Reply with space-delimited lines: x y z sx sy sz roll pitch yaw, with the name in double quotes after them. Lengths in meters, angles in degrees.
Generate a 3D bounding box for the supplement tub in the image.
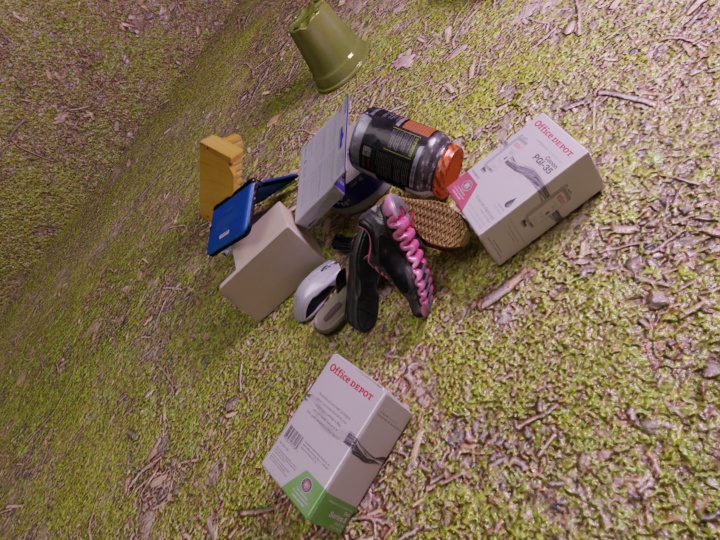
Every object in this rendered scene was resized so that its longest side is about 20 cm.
0.085 -0.215 1.044 0.196 0.123 0.124 27 74 21 "supplement tub"

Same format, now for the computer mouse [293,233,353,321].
-0.073 0.012 1.109 0.202 0.044 0.109 -52 38 -5 "computer mouse"

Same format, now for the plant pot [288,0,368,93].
-0.102 -0.649 1.590 0.196 0.184 0.205 -24 43 25 "plant pot"

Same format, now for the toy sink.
-0.194 -0.019 1.184 0.199 0.130 0.113 -41 38 9 "toy sink"

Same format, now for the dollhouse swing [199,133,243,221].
-0.331 -0.244 1.493 0.179 0.206 0.174 28 34 29 "dollhouse swing"

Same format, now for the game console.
-0.236 -0.120 1.221 0.198 0.116 0.177 -20 60 50 "game console"

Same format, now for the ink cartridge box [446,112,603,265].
0.254 -0.132 0.887 0.198 0.083 0.148 -38 39 13 "ink cartridge box"

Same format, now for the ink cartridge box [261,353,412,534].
-0.036 0.251 0.836 0.144 0.084 0.203 24 76 50 "ink cartridge box"

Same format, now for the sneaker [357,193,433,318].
0.055 -0.015 0.910 0.093 0.206 0.079 -19 5 21 "sneaker"

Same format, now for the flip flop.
-0.023 0.028 1.037 0.201 0.057 0.081 -49 38 -1 "flip flop"

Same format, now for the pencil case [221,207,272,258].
-0.255 -0.089 1.336 0.195 0.085 0.091 -14 26 34 "pencil case"

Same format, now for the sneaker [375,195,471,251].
0.115 -0.075 0.973 0.197 0.090 0.077 25 84 38 "sneaker"

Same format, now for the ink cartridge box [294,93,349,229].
-0.064 -0.216 1.132 0.199 0.040 0.206 -36 43 47 "ink cartridge box"

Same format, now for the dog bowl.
-0.010 -0.228 1.227 0.196 0.079 0.205 -25 43 26 "dog bowl"

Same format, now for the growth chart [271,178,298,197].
-0.247 -0.189 1.370 0.143 0.018 0.198 -24 1 42 "growth chart"

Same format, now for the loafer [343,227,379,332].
0.000 0.000 0.972 0.062 0.070 0.208 14 99 50 "loafer"
